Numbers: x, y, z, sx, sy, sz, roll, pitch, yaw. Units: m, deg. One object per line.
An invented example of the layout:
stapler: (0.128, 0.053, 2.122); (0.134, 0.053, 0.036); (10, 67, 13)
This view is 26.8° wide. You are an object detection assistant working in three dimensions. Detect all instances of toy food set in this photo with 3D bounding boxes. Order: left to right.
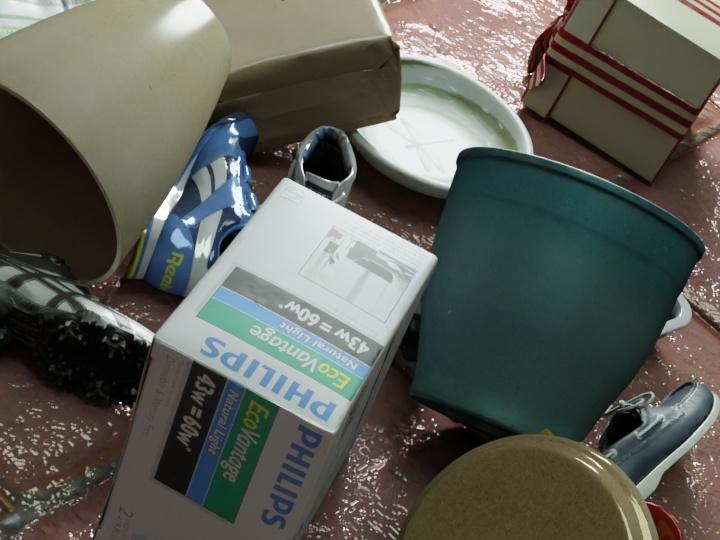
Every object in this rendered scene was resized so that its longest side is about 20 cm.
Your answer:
toy food set: (0.109, 0.202, 0.979); (0.049, 0.198, 0.200); (39, 11, -51)

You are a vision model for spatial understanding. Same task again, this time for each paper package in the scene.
paper package: (-0.080, -0.212, 1.350); (0.190, 0.104, 0.201); (-14, 50, -8)

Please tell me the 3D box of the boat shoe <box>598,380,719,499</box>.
boat shoe: (0.215, 0.135, 1.183); (0.062, 0.075, 0.200); (49, 51, 4)

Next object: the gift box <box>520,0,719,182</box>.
gift box: (0.277, -0.226, 1.533); (0.186, 0.185, 0.200); (34, 34, 9)

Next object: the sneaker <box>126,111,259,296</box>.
sneaker: (-0.117, -0.049, 1.219); (0.082, 0.074, 0.200); (24, 47, 1)

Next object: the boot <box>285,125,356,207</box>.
boot: (-0.050, -0.036, 1.217); (0.073, 0.096, 0.201); (17, 40, -9)

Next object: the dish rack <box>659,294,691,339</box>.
dish rack: (0.173, 0.018, 1.316); (0.199, 0.044, 0.172); (-14, 54, -38)

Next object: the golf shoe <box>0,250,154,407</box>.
golf shoe: (-0.212, 0.028, 1.077); (0.199, 0.078, 0.095); (22, 39, -6)

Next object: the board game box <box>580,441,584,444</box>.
board game box: (0.163, 0.228, 1.027); (0.047, 0.102, 0.200); (-6, 48, -31)

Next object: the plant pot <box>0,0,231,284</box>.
plant pot: (-0.192, -0.125, 1.134); (0.187, 0.188, 0.200); (33, 55, 10)

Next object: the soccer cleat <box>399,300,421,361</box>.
soccer cleat: (0.000, 0.000, 1.181); (0.200, 0.070, 0.087); (34, 44, -41)

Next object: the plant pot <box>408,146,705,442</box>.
plant pot: (0.132, 0.035, 1.134); (0.199, 0.200, 0.189); (23, 83, -3)

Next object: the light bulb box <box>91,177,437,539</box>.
light bulb box: (-0.062, 0.085, 0.994); (0.124, 0.199, 0.200); (27, 38, 6)

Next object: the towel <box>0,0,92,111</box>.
towel: (-0.274, -0.207, 1.255); (0.149, 0.031, 0.200); (-4, 50, -37)

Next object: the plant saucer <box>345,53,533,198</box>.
plant saucer: (0.062, -0.123, 1.410); (0.199, 0.050, 0.201); (14, 41, -13)
